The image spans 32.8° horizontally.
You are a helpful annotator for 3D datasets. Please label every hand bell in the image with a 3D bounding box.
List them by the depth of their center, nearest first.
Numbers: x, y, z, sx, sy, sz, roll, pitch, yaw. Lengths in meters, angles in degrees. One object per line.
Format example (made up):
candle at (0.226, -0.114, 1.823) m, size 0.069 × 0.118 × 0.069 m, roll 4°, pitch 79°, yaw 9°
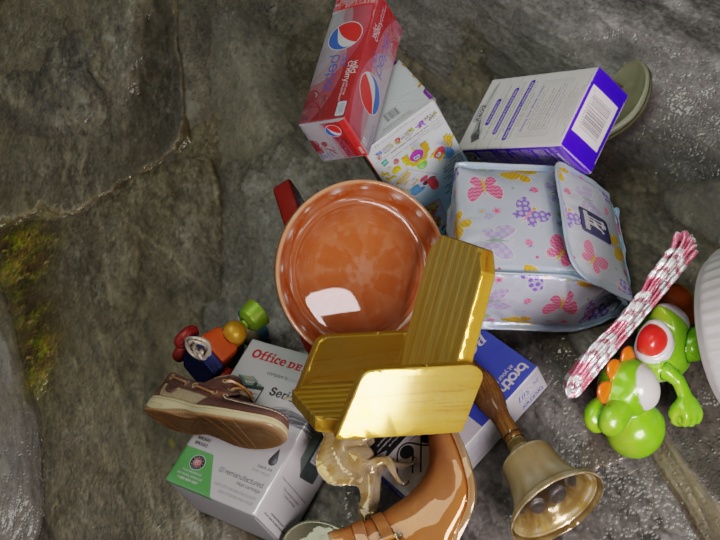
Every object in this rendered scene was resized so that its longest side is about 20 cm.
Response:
hand bell at (0.153, 0.166, 1.250) m, size 0.104 × 0.104 × 0.201 m, roll -33°, pitch 50°, yaw 2°

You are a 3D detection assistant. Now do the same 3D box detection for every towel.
towel at (0.269, 0.048, 1.251) m, size 0.030 × 0.146 × 0.201 m, roll 40°, pitch 92°, yaw 10°

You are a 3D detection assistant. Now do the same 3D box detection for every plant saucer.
plant saucer at (0.000, 0.000, 1.370) m, size 0.200 × 0.201 × 0.032 m, roll -43°, pitch 11°, yaw -9°

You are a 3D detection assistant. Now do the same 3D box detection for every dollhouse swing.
dollhouse swing at (0.029, 0.059, 1.254) m, size 0.179 × 0.178 × 0.200 m, roll -1°, pitch 8°, yaw -14°

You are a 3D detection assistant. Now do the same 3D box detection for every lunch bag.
lunch bag at (0.200, -0.030, 1.373) m, size 0.197 × 0.128 × 0.171 m, roll 4°, pitch 52°, yaw -3°

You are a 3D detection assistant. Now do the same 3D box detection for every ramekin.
ramekin at (0.391, 0.057, 1.157) m, size 0.093 × 0.202 × 0.204 m, roll -14°, pitch 47°, yaw 37°

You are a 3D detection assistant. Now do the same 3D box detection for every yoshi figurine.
yoshi figurine at (0.301, 0.113, 1.248) m, size 0.112 × 0.113 × 0.200 m, roll 46°, pitch 63°, yaw 5°

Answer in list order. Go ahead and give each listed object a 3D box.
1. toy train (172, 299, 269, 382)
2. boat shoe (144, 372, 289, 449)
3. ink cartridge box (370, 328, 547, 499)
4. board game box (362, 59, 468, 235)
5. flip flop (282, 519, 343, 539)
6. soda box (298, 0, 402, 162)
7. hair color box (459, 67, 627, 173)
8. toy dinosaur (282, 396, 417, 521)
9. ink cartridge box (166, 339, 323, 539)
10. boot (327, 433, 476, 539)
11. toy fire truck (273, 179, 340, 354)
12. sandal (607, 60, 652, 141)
toy train at (-0.156, 0.078, 1.469) m, size 0.115 × 0.200 × 0.085 m, roll -40°, pitch 83°, yaw -19°
boat shoe at (-0.154, 0.147, 1.365) m, size 0.198 × 0.072 × 0.073 m, roll 2°, pitch 56°, yaw 40°
ink cartridge box at (0.102, 0.165, 1.336) m, size 0.200 × 0.044 × 0.094 m, roll -45°, pitch 47°, yaw -11°
board game box at (0.065, -0.136, 1.494) m, size 0.104 × 0.200 × 0.103 m, roll -35°, pitch 44°, yaw 0°
flip flop at (-0.020, 0.326, 1.264) m, size 0.081 × 0.058 × 0.200 m, roll -38°, pitch 45°, yaw -4°
soda box at (-0.009, -0.226, 1.418) m, size 0.063 × 0.070 × 0.202 m, roll -5°, pitch 53°, yaw 29°
hair color box at (0.215, -0.176, 1.475) m, size 0.199 × 0.065 × 0.110 m, roll 8°, pitch 65°, yaw 57°
toy dinosaur at (-0.006, 0.181, 1.295) m, size 0.100 × 0.058 × 0.201 m, roll -26°, pitch 58°, yaw -12°
ink cartridge box at (-0.106, 0.192, 1.407) m, size 0.145 × 0.084 × 0.201 m, roll 12°, pitch 60°, yaw 36°
boot at (0.042, 0.250, 1.223) m, size 0.153 × 0.074 × 0.202 m, roll -8°, pitch 70°, yaw 0°
toy fire truck at (-0.045, 0.006, 1.465) m, size 0.111 × 0.168 × 0.201 m, roll -27°, pitch 45°, yaw 8°
sandal at (0.277, -0.191, 1.516) m, size 0.200 × 0.057 × 0.080 m, roll -37°, pitch 40°, yaw 1°
